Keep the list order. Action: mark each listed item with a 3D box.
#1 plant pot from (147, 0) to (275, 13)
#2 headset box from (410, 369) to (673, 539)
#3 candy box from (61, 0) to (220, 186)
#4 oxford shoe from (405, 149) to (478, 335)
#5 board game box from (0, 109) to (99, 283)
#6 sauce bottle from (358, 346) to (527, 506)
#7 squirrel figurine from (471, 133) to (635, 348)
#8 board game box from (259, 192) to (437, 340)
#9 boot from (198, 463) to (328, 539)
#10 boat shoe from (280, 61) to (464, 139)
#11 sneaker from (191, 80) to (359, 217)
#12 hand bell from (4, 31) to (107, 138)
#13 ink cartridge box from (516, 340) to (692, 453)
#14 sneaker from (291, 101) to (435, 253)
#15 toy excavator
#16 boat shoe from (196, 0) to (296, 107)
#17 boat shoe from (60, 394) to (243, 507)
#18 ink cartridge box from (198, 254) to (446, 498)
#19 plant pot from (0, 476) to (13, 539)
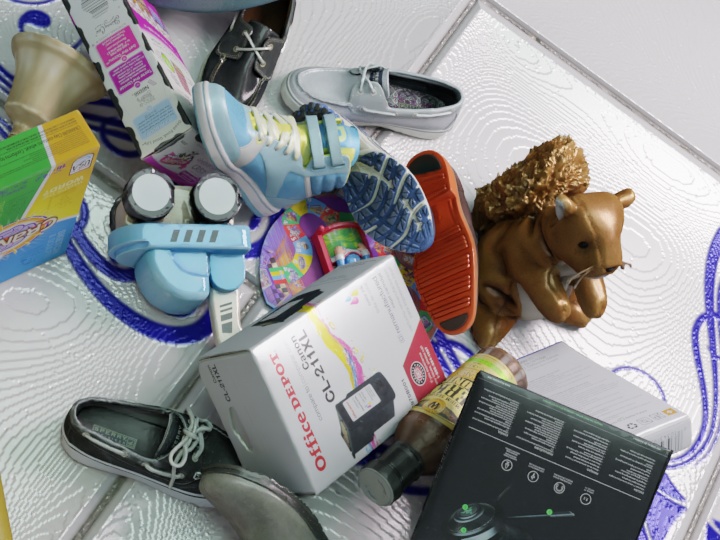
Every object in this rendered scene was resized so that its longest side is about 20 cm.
[{"bbox_3d":[-0.146,-0.382,1.427,0.198,0.196,0.198,18,54,-2],"label":"plant pot"},{"bbox_3d":[0.141,0.209,1.163,0.173,0.093,0.202,21,86,6],"label":"headset box"},{"bbox_3d":[-0.207,-0.187,1.357,0.061,0.136,0.201,-31,74,6],"label":"candy box"},{"bbox_3d":[0.096,-0.024,1.424,0.072,0.071,0.202,31,47,-53],"label":"oxford shoe"},{"bbox_3d":[-0.315,-0.046,1.205,0.152,0.200,0.040,-29,77,-30],"label":"board game box"},{"bbox_3d":[0.075,0.142,1.259,0.065,0.065,0.200,46,49,7],"label":"sauce bottle"},{"bbox_3d":[0.191,-0.043,1.408,0.140,0.187,0.202,-4,65,-22],"label":"squirrel figurine"},{"bbox_3d":[0.000,0.000,1.397,0.199,0.039,0.159,32,57,-4],"label":"board game box"},{"bbox_3d":[-0.079,0.268,1.191,0.200,0.068,0.131,42,54,-17],"label":"boot"},{"bbox_3d":[0.016,-0.193,1.486,0.199,0.072,0.071,8,61,-17],"label":"boat shoe"},{"bbox_3d":[-0.074,-0.131,1.321,0.129,0.200,0.080,-16,64,11],"label":"sneaker"},{"bbox_3d":[-0.329,-0.115,1.316,0.103,0.104,0.201,26,69,-6],"label":"hand bell"},{"bbox_3d":[0.179,0.147,1.340,0.197,0.044,0.200,-18,27,-24],"label":"ink cartridge box"},{"bbox_3d":[0.015,-0.097,1.422,0.200,0.077,0.085,49,19,20],"label":"sneaker"},{"bbox_3d":[-0.142,0.017,1.316,0.192,0.100,0.202,2,77,-21],"label":"toy excavator"},{"bbox_3d":[-0.118,-0.232,1.459,0.071,0.068,0.201,27,59,-8],"label":"boat shoe"},{"bbox_3d":[-0.165,0.154,1.237,0.198,0.068,0.074,22,58,-10],"label":"boat shoe"},{"bbox_3d":[-0.030,0.096,1.266,0.199,0.082,0.147,-34,104,-41],"label":"ink cartridge box"},{"bbox_3d":[-0.366,0.164,1.091,0.200,0.200,0.190,-23,88,-29],"label":"plant pot"}]
